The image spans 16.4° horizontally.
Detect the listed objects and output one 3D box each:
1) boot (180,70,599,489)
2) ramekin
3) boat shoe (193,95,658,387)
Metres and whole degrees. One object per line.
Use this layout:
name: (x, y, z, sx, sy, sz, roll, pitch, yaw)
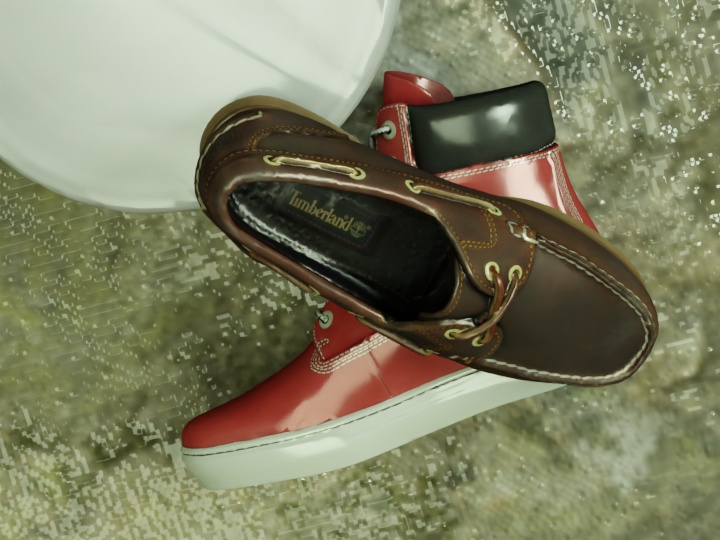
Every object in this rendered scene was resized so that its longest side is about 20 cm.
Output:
boot: (0.000, 0.000, 1.036, 0.199, 0.072, 0.145, -22, 98, 6)
ramekin: (-0.075, -0.130, 1.004, 0.201, 0.094, 0.204, 2, 104, 10)
boat shoe: (0.027, 0.000, 0.953, 0.199, 0.070, 0.071, 21, 107, -15)
